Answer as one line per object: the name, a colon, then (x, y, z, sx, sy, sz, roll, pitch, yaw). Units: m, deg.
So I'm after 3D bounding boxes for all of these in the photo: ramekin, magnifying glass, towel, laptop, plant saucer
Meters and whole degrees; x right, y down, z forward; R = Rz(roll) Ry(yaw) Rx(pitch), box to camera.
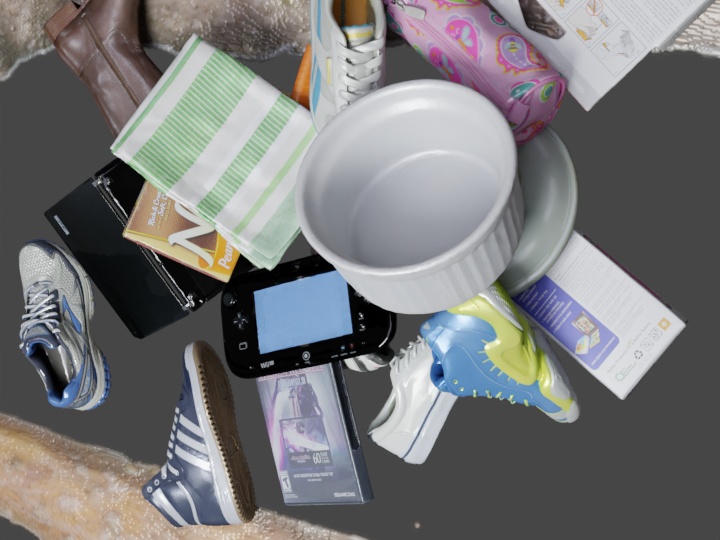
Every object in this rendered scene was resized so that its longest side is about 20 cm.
ramekin: (0.050, -0.060, 1.096, 0.198, 0.098, 0.202, -10, 57, 16)
magnifying glass: (-0.072, -0.126, 1.238, 0.079, 0.022, 0.202, 18, 91, -19)
towel: (-0.124, -0.117, 1.207, 0.199, 0.023, 0.153, 36, 87, 2)
laptop: (-0.212, -0.046, 1.333, 0.199, 0.103, 0.178, -36, 100, -5)
plant saucer: (0.106, -0.069, 1.180, 0.198, 0.050, 0.203, -8, 73, 26)

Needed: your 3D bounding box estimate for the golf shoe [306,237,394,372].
golf shoe: (0.000, 0.000, 1.233, 0.092, 0.072, 0.202, 0, 100, 53)

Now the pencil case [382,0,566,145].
pencil case: (0.103, -0.207, 1.165, 0.088, 0.087, 0.200, -49, 65, 17)

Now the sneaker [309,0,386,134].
sneaker: (-0.010, -0.194, 1.173, 0.076, 0.081, 0.202, -9, 91, -13)

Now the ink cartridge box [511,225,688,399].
ink cartridge box: (0.206, 0.021, 1.187, 0.200, 0.037, 0.095, 41, 106, 12)

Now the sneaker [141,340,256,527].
sneaker: (-0.188, 0.182, 1.335, 0.107, 0.070, 0.202, -13, 92, 20)

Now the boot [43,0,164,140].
boot: (-0.220, -0.229, 1.323, 0.186, 0.064, 0.201, -37, 84, 19)

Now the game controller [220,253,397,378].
game controller: (-0.052, 0.041, 1.191, 0.198, 0.042, 0.106, -14, 67, 31)

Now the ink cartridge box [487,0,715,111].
ink cartridge box: (0.215, -0.280, 1.155, 0.176, 0.045, 0.200, -43, 78, 18)

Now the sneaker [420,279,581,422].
sneaker: (0.125, 0.089, 1.162, 0.105, 0.076, 0.200, -32, 121, 11)

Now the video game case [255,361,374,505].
video game case: (-0.056, 0.140, 1.273, 0.142, 0.019, 0.202, -15, 89, 52)

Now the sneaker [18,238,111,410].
sneaker: (-0.339, 0.060, 1.376, 0.076, 0.085, 0.202, -22, 85, 21)

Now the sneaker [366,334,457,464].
sneaker: (0.065, 0.096, 1.220, 0.070, 0.073, 0.202, 20, 104, -8)

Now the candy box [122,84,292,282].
candy box: (-0.149, -0.103, 1.257, 0.115, 0.055, 0.202, 24, 88, -13)
